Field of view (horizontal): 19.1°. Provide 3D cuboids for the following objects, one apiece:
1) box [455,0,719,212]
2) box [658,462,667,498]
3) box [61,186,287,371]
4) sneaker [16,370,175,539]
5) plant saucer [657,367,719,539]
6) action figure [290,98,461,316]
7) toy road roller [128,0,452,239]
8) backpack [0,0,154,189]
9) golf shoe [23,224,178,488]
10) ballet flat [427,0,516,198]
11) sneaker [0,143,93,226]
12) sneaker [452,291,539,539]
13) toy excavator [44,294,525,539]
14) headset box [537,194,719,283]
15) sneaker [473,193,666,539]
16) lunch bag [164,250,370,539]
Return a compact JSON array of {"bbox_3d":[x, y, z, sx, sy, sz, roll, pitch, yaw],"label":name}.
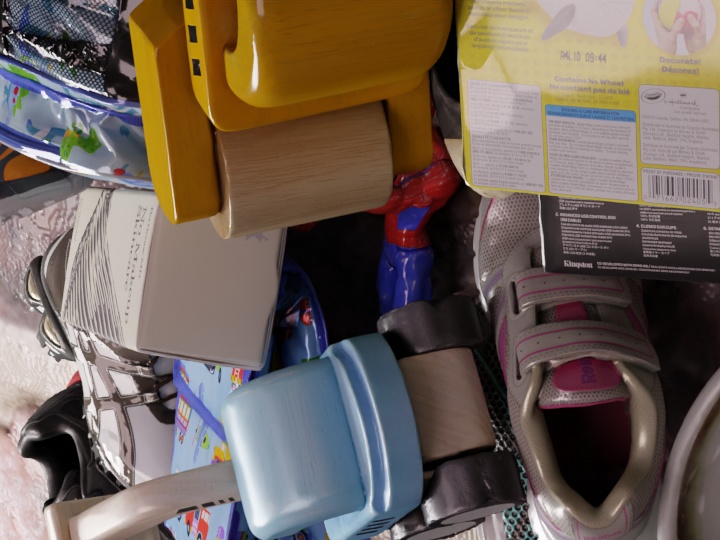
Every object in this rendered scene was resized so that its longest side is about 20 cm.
[{"bbox_3d":[0.094,-0.128,0.830,0.117,0.048,0.201,7,116,26],"label":"box"},{"bbox_3d":[0.219,0.138,0.980,0.199,0.039,0.042,22,121,37],"label":"box"},{"bbox_3d":[-0.100,0.000,1.107,0.200,0.068,0.083,-175,93,-72],"label":"box"},{"bbox_3d":[-0.137,0.151,1.305,0.201,0.098,0.071,53,135,11],"label":"sneaker"},{"bbox_3d":[0.226,0.111,0.917,0.199,0.050,0.201,-10,73,34],"label":"plant saucer"},{"bbox_3d":[0.000,0.000,1.091,0.065,0.098,0.201,-129,39,-55],"label":"action figure"},{"bbox_3d":[-0.024,-0.095,0.898,0.146,0.122,0.201,-126,27,-56],"label":"toy road roller"},{"bbox_3d":[-0.113,-0.122,1.076,0.200,0.182,0.148,27,109,39],"label":"backpack"},{"bbox_3d":[-0.127,0.057,1.265,0.200,0.078,0.095,54,137,10],"label":"golf shoe"},{"bbox_3d":[0.046,-0.129,0.928,0.066,0.057,0.201,1,103,31],"label":"ballet flat"},{"bbox_3d":[-0.191,-0.091,1.173,0.077,0.200,0.113,-20,102,14],"label":"sneaker"},{"bbox_3d":[0.102,0.097,1.052,0.091,0.077,0.201,-23,87,39],"label":"sneaker"},{"bbox_3d":[-0.045,0.093,1.017,0.195,0.199,0.100,129,130,-70],"label":"toy excavator"},{"bbox_3d":[0.147,-0.099,0.887,0.148,0.077,0.201,3,111,27],"label":"headset box"},{"bbox_3d":[0.102,0.037,0.979,0.088,0.081,0.201,80,177,-81],"label":"sneaker"},{"bbox_3d":[-0.052,0.064,1.159,0.151,0.093,0.201,-144,52,-72],"label":"lunch bag"}]
